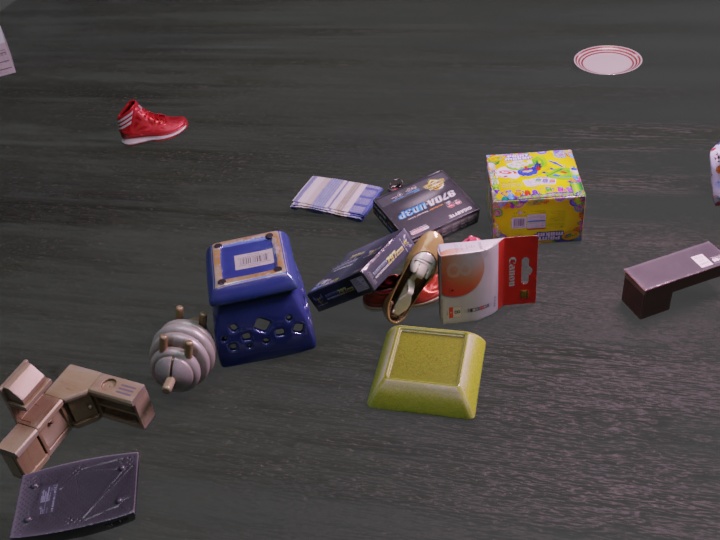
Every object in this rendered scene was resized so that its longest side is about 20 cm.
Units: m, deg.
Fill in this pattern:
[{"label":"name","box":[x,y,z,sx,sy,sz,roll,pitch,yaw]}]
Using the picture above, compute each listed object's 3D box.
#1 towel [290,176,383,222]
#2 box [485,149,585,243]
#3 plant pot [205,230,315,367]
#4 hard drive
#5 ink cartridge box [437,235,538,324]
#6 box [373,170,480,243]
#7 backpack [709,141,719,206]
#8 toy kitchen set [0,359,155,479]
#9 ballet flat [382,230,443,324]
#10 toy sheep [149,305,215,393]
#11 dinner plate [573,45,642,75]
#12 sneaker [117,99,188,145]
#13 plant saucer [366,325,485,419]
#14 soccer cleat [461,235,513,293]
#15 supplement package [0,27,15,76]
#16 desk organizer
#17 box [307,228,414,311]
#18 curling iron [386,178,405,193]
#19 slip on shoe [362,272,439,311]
[{"label":"towel","box":[-0.059,-0.177,1.913,0.196,0.024,0.148,11,40,18]},{"label":"box","box":[0.386,-0.166,1.750,0.196,0.124,0.194,-3,39,6]},{"label":"plant pot","box":[-0.204,0.045,1.539,0.196,0.182,0.201,-11,38,-5]},{"label":"hard drive","box":[-0.462,0.376,1.282,0.196,0.043,0.136,-11,39,-4]},{"label":"ink cartridge box","box":[0.249,0.020,1.513,0.196,0.165,0.050,-4,33,3]},{"label":"box","box":[0.150,-0.138,1.795,0.197,0.046,0.160,-23,51,-18]},{"label":"backpack","box":[0.864,-0.222,1.713,0.189,0.203,0.153,-29,30,-30]},{"label":"toy kitchen set","box":[-0.501,0.247,1.349,0.177,0.165,0.201,10,42,20]},{"label":"ballet flat","box":[0.108,0.020,1.525,0.068,0.202,0.063,24,17,-9]},{"label":"toy sheep","box":[-0.334,0.156,1.460,0.135,0.140,0.201,3,31,12]},{"label":"dinner plate","box":[0.740,-0.624,2.335,0.196,0.025,0.202,-4,39,3]},{"label":"sneaker","box":[-0.600,-0.436,2.237,0.197,0.117,0.079,-20,40,-15]},{"label":"plant saucer","box":[0.124,0.172,1.437,0.196,0.048,0.201,4,40,14]},{"label":"soccer cleat","box":[0.262,-0.010,1.638,0.067,0.077,0.200,-43,27,2]},{"label":"supplement package","box":[-1.323,-0.767,2.758,0.153,0.112,0.200,-21,41,-16]},{"label":"desk organizer","box":[0.615,0.019,1.525,0.197,0.078,0.072,-17,40,-12]},{"label":"box","box":[0.000,0.000,1.581,0.199,0.051,0.158,-21,18,51]},{"label":"curling iron","box":[0.158,-0.191,1.892,0.197,0.026,0.050,12,46,22]},{"label":"slip on shoe","box":[0.100,0.035,1.599,0.196,0.062,0.075,-9,37,-5]}]
